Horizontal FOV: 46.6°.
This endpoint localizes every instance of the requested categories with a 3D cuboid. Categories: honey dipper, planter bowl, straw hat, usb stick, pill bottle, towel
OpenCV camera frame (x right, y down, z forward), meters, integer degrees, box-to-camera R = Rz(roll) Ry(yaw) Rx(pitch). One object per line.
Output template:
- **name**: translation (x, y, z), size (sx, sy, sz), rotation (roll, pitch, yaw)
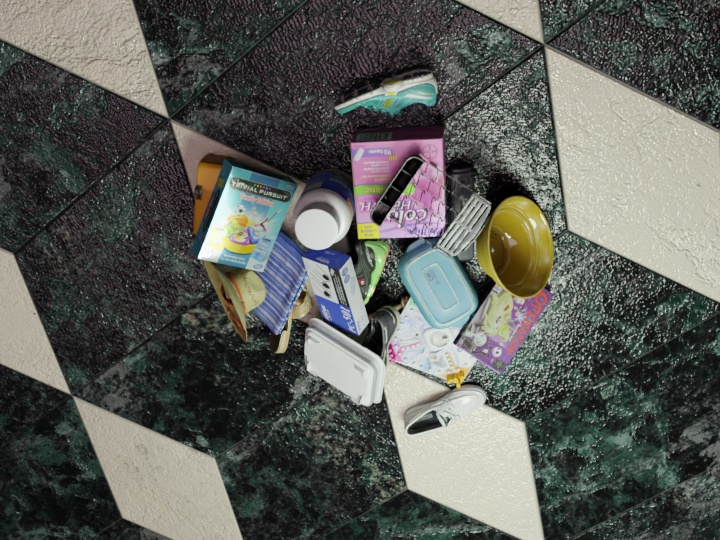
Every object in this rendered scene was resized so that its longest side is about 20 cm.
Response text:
- **honey dipper**: translation (0.043, 0.091, 1.784), size (0.200, 0.038, 0.038), rotation (-19, 111, 14)
- **planter bowl**: translation (0.287, -0.043, 1.645), size (0.083, 0.200, 0.201), rotation (-6, 119, 49)
- **straw hat**: translation (-0.244, 0.041, 1.734), size (0.085, 0.201, 0.201), rotation (-27, 112, -15)
- **usb stick**: translation (0.202, -0.111, 1.674), size (0.055, 0.033, 0.200), rotation (-4, 114, -3)
- **pill bottle**: translation (-0.068, -0.116, 1.616), size (0.112, 0.200, 0.112), rotation (3, 115, 6)
- **towel**: translation (-0.182, 0.017, 1.750), size (0.145, 0.024, 0.200), rotation (40, 118, 27)

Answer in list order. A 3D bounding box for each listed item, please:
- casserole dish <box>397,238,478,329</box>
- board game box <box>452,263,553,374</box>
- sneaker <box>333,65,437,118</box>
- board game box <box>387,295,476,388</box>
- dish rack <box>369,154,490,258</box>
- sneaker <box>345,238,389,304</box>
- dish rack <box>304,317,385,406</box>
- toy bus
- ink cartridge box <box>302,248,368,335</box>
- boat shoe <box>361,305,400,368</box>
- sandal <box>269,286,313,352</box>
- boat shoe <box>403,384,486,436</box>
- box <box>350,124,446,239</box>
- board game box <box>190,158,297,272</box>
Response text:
- **casserole dish**: translation (0.158, 0.030, 1.682), size (0.121, 0.039, 0.200), rotation (-30, 98, 3)
- **board game box**: translation (0.293, 0.099, 1.720), size (0.120, 0.032, 0.200), rotation (33, 90, -14)
- **sneaker**: translation (0.047, -0.322, 1.580), size (0.200, 0.078, 0.080), rotation (-10, 121, 12)
- **board game box**: translation (0.168, 0.147, 1.778), size (0.200, 0.026, 0.200), rotation (21, 122, -11)
- **dish rack**: translation (0.137, -0.113, 1.566), size (0.200, 0.055, 0.153), rotation (31, 115, -8)
- **sneaker**: translation (0.000, 0.000, 1.711), size (0.084, 0.077, 0.200), rotation (21, 137, 0)
- **dish rack**: translation (-0.043, 0.204, 1.778), size (0.200, 0.044, 0.172), rotation (31, 143, 21)
- **toy bus**: translation (-0.300, -0.129, 1.707), size (0.065, 0.078, 0.200), rotation (9, 115, 2)
- **ink cartridge box**: translation (-0.048, 0.041, 1.695), size (0.094, 0.044, 0.200), rotation (20, 145, 30)
- **boat shoe**: translation (0.025, 0.166, 1.766), size (0.073, 0.063, 0.200), rotation (32, 122, 23)
- **sandal**: translation (-0.138, 0.078, 1.796), size (0.070, 0.078, 0.212), rotation (4, 110, -32)
- **boat shoe**: translation (0.188, 0.320, 1.856), size (0.200, 0.065, 0.074), rotation (-29, 107, 19)
- **box**: translation (0.078, -0.171, 1.629), size (0.176, 0.097, 0.200), rotation (-1, 115, 8)
- **board game box**: translation (-0.231, -0.106, 1.667), size (0.151, 0.047, 0.200), rotation (12, 109, -36)
